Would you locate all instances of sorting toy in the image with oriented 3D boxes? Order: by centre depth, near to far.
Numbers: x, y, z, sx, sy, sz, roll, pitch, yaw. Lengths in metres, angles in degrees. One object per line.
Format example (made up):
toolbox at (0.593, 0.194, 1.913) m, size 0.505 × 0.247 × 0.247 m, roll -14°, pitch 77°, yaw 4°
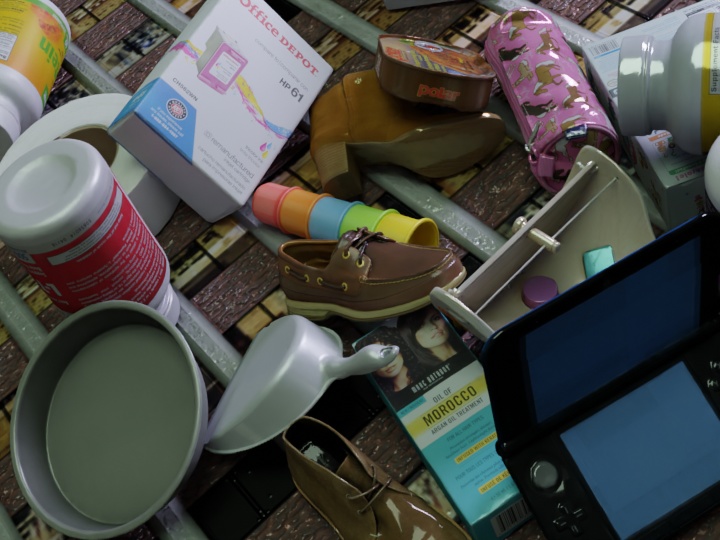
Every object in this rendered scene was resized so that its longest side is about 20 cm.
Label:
sorting toy at (0.182, 0.033, 0.849) m, size 0.179 × 0.108 × 0.199 m, roll 39°, pitch 65°, yaw 23°

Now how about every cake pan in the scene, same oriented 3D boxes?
cake pan at (-0.214, 0.129, 0.916) m, size 0.197 × 0.037 × 0.204 m, roll -7°, pitch 73°, yaw 22°

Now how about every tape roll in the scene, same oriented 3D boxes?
tape roll at (-0.294, -0.097, 1.146) m, size 0.199 × 0.071 × 0.205 m, roll -11°, pitch 50°, yaw 13°

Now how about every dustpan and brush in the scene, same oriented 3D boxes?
dustpan and brush at (-0.043, 0.084, 0.884) m, size 0.199 × 0.057 × 0.141 m, roll -33°, pitch 24°, yaw 48°

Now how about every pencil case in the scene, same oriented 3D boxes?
pencil case at (0.179, -0.166, 1.012) m, size 0.082 × 0.086 × 0.202 m, roll -34°, pitch 44°, yaw 22°

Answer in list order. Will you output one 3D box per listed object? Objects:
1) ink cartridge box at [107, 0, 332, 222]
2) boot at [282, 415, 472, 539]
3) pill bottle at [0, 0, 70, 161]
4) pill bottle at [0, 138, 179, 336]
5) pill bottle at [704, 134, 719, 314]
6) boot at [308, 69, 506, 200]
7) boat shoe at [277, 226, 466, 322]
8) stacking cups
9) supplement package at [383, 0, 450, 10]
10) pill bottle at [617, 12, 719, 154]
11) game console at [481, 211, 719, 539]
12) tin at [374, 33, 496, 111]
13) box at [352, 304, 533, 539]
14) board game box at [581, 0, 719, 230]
ink cartridge box at (-0.140, -0.177, 1.092) m, size 0.084 × 0.144 × 0.202 m, roll -18°, pitch 36°, yaw 55°
boot at (0.010, 0.181, 0.807) m, size 0.199 × 0.076 × 0.074 m, roll 31°, pitch 66°, yaw 35°
pill bottle at (-0.429, -0.233, 1.279) m, size 0.109 × 0.112 × 0.203 m, roll -5°, pitch 52°, yaw 17°
pill bottle at (-0.244, -0.013, 0.973) m, size 0.110 × 0.201 × 0.114 m, roll -11°, pitch 49°, yaw 13°
pill bottle at (0.312, -0.039, 0.780) m, size 0.110 × 0.201 × 0.114 m, roll -11°, pitch 49°, yaw 13°
boot at (0.039, -0.157, 1.067) m, size 0.198 × 0.071 × 0.146 m, roll -17°, pitch 48°, yaw 11°
boat shoe at (0.000, 0.000, 0.916) m, size 0.198 × 0.069 × 0.072 m, roll -4°, pitch 26°, yaw 42°
stacking cups at (-0.019, -0.047, 1.012) m, size 0.198 × 0.061 × 0.061 m, roll 22°, pitch 63°, yaw 36°
supplement package at (0.084, -0.441, 1.194) m, size 0.144 × 0.192 × 0.203 m, roll -4°, pitch 51°, yaw 19°
pill bottle at (0.310, -0.149, 0.846) m, size 0.196 × 0.113 × 0.113 m, roll 2°, pitch 54°, yaw 22°
game console at (0.197, 0.091, 0.728) m, size 0.198 × 0.119 × 0.172 m, roll -28°, pitch 75°, yaw -10°
tin at (0.069, -0.197, 1.043) m, size 0.110 × 0.043 × 0.201 m, roll 13°, pitch 20°, yaw -6°
box at (0.075, 0.116, 0.849) m, size 0.082 × 0.049 × 0.201 m, roll -32°, pitch 49°, yaw -6°
board game box at (0.306, -0.147, 0.961) m, size 0.145 × 0.065 × 0.202 m, roll -20°, pitch 48°, yaw 4°
